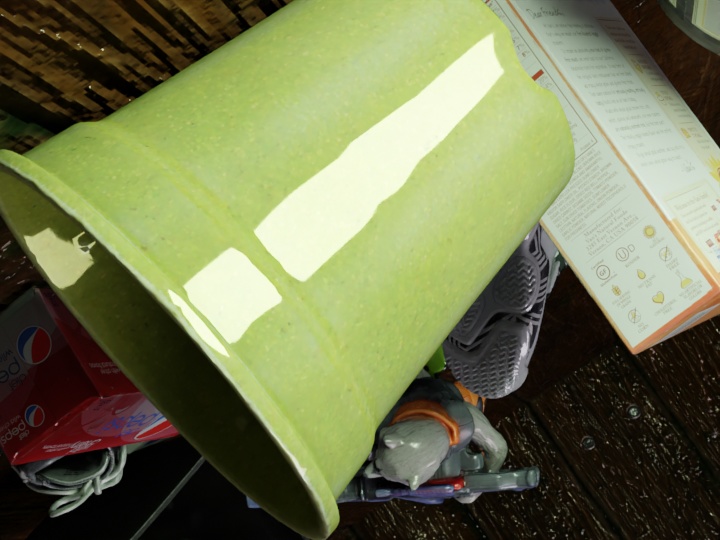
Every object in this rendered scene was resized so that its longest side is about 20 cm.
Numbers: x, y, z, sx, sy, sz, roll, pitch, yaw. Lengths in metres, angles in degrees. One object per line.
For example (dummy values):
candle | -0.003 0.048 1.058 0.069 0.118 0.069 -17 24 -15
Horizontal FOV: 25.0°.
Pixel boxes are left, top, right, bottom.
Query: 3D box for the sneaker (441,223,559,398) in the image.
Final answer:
sneaker | 0.109 -0.024 0.995 0.075 0.200 0.115 14 -162 40

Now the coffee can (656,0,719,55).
coffee can | 0.185 -0.177 0.659 0.146 0.146 0.200 -35 168 3

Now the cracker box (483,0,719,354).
cracker box | 0.116 -0.064 0.787 0.058 0.200 0.134 -39 167 28

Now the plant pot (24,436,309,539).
plant pot | -0.162 0.250 1.202 0.177 0.200 0.200 -5 -148 40

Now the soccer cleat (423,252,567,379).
soccer cleat | 0.107 0.007 1.127 0.200 0.081 0.068 -29 167 -22

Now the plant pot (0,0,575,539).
plant pot | -0.020 -0.026 0.667 0.184 0.200 0.200 -43 171 -16

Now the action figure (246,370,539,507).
action figure | 0.017 0.104 1.125 0.200 0.105 0.193 -6 -167 -1

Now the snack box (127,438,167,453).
snack box | -0.100 0.091 1.236 0.072 0.024 0.200 -39 168 29

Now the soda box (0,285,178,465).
soda box | -0.136 0.055 0.891 0.063 0.070 0.200 -36 168 14

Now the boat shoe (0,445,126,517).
boat shoe | -0.177 0.107 0.989 0.074 0.068 0.199 -32 168 -10
